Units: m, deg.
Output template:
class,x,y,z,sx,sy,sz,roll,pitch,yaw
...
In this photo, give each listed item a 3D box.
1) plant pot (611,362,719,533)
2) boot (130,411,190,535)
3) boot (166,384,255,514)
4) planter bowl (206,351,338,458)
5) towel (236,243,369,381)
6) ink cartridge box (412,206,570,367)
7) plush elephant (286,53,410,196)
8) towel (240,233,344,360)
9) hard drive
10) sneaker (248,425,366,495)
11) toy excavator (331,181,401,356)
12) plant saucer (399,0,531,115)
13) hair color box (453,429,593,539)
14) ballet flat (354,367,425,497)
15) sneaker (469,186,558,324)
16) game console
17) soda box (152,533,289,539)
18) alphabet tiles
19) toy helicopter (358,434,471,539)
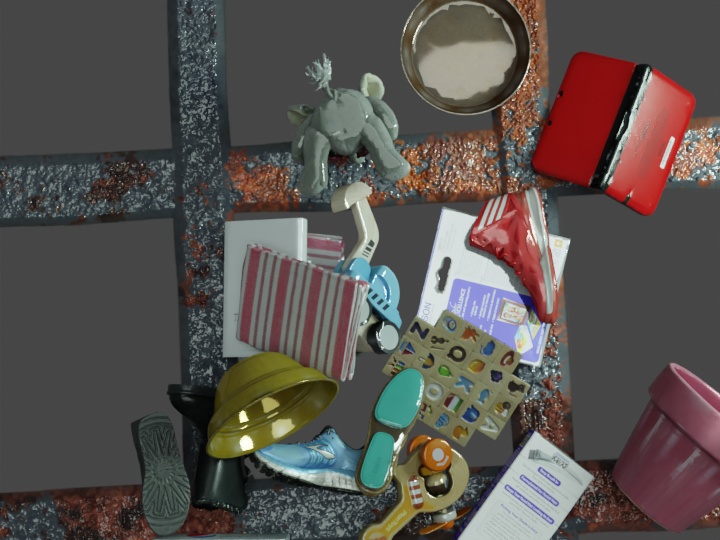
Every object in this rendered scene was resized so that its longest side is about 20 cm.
class,x,y,z,sx,sy,sz,roll,pitch,yaw
plant pot,0.460,0.262,1.624,0.200,0.200,0.180,39,102,4
boot,-0.289,0.284,1.620,0.065,0.200,0.167,-3,82,-18
boot,-0.214,0.255,1.628,0.073,0.198,0.164,0,73,26
planter bowl,-0.135,0.169,1.565,0.199,0.201,0.084,-30,68,-1
towel,-0.086,0.057,1.613,0.198,0.030,0.148,19,108,26
ink cartridge box,0.194,0.024,1.710,0.198,0.043,0.200,15,86,1
plush elephant,-0.024,-0.213,1.687,0.163,0.155,0.202,-17,93,9
towel,-0.102,0.043,1.721,0.145,0.030,0.203,5,86,2
hard drive,-0.141,0.027,1.691,0.130,0.026,0.203,-2,84,24
sneaker,-0.069,0.270,1.683,0.198,0.078,0.091,14,72,-15
toy excavator,0.000,0.000,1.684,0.194,0.099,0.201,44,58,-25
plant saucer,0.159,-0.332,1.742,0.198,0.034,0.203,0,86,2
hair color box,0.237,0.345,1.676,0.109,0.065,0.201,37,89,4
ballet flat,0.041,0.239,1.667,0.067,0.073,0.202,18,64,3
sneaker,0.221,-0.014,1.665,0.114,0.078,0.202,-10,72,8
game console,0.384,-0.207,1.737,0.171,0.118,0.202,24,86,-29
soda box,-0.203,0.422,1.678,0.197,0.064,0.069,0,85,0
alphabet tiles,0.140,0.159,1.692,0.199,0.006,0.167,31,103,-1
toy helicopter,0.080,0.342,1.660,0.200,0.079,0.133,-43,99,-15
